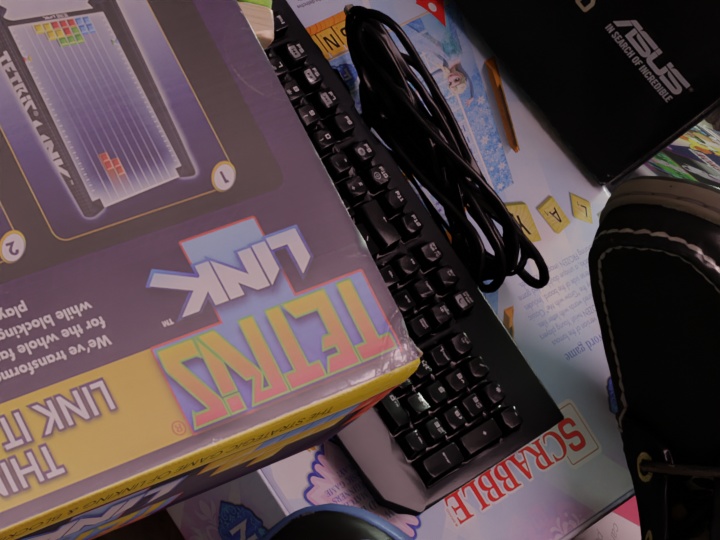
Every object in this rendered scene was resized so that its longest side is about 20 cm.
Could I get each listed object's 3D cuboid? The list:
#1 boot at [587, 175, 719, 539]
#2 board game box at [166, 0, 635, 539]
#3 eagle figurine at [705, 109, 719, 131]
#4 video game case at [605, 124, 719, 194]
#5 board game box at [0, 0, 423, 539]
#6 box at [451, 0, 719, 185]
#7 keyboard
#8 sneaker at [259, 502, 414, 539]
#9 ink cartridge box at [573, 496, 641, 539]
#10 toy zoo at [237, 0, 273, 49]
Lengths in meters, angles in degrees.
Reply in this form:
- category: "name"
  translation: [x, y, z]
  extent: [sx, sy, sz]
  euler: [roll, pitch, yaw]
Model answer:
- category: "boot"
  translation: [0.089, 0.093, 0.729]
  extent: [0.154, 0.073, 0.204]
  euler: [-50, 129, -34]
- category: "board game box"
  translation: [0.000, 0.000, 0.776]
  extent: [0.200, 0.041, 0.200]
  euler: [-26, 80, -48]
- category: "eagle figurine"
  translation: [0.178, -0.129, 1.208]
  extent: [0.200, 0.151, 0.152]
  euler: [53, 40, -50]
- category: "video game case"
  translation: [0.153, -0.012, 0.929]
  extent: [0.182, 0.023, 0.200]
  euler: [17, 15, -24]
- category: "board game box"
  translation: [-0.109, -0.014, 0.545]
  extent: [0.200, 0.057, 0.165]
  euler: [-19, 78, -36]
- category: "box"
  translation: [0.091, -0.145, 0.883]
  extent: [0.164, 0.086, 0.200]
  euler: [51, 33, -3]
- category: "keyboard"
  translation: [-0.007, -0.037, 0.735]
  extent: [0.104, 0.040, 0.200]
  euler: [-29, 83, -47]
- category: "sneaker"
  translation: [0.011, 0.139, 0.615]
  extent: [0.078, 0.070, 0.200]
  euler: [62, 9, -65]
- category: "ink cartridge box"
  translation: [0.088, 0.154, 0.884]
  extent: [0.200, 0.084, 0.145]
  euler: [56, 31, -25]
- category: "toy zoo"
  translation: [-0.086, -0.159, 0.721]
  extent: [0.131, 0.020, 0.200]
  euler: [10, 64, -27]
